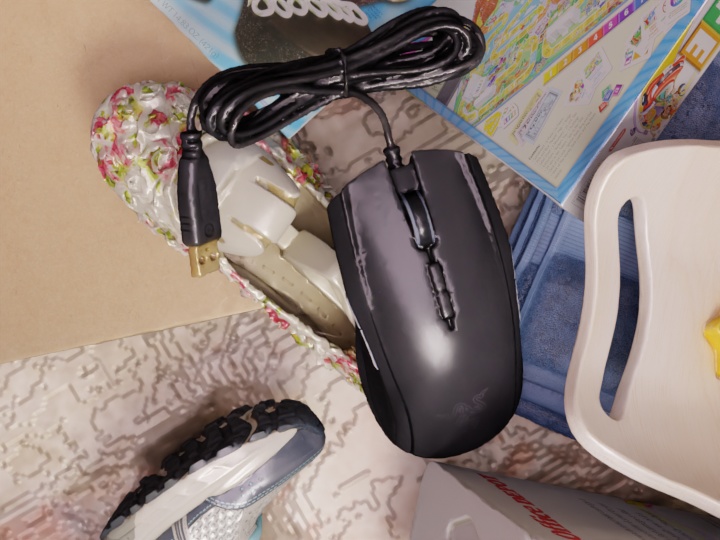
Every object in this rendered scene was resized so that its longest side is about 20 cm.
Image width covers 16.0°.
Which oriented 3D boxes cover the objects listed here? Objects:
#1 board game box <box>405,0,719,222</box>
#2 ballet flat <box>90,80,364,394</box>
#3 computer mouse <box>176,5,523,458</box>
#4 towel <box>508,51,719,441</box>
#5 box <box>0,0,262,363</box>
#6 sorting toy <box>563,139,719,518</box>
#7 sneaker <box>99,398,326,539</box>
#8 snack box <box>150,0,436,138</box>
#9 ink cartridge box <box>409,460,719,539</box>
[{"bbox_3d":[0.105,-0.138,1.098,0.134,0.034,0.200,39,97,34],"label":"board game box"},{"bbox_3d":[-0.028,-0.014,1.107,0.200,0.064,0.076,37,85,-21],"label":"ballet flat"},{"bbox_3d":[0.000,0.000,1.056,0.140,0.046,0.201,-13,112,-12],"label":"computer mouse"},{"bbox_3d":[0.128,-0.020,1.139,0.111,0.049,0.201,23,95,-2],"label":"towel"},{"bbox_3d":[-0.122,-0.068,1.140,0.162,0.021,0.201,-12,101,3],"label":"box"},{"bbox_3d":[0.166,0.026,1.070,0.179,0.107,0.201,12,82,-29],"label":"sorting toy"},{"bbox_3d":[-0.082,0.139,1.148,0.200,0.078,0.086,-42,96,14],"label":"sneaker"},{"bbox_3d":[-0.059,-0.166,1.074,0.200,0.037,0.116,44,117,-9],"label":"snack box"},{"bbox_3d":[0.129,0.151,1.081,0.199,0.146,0.083,12,96,-17],"label":"ink cartridge box"}]
